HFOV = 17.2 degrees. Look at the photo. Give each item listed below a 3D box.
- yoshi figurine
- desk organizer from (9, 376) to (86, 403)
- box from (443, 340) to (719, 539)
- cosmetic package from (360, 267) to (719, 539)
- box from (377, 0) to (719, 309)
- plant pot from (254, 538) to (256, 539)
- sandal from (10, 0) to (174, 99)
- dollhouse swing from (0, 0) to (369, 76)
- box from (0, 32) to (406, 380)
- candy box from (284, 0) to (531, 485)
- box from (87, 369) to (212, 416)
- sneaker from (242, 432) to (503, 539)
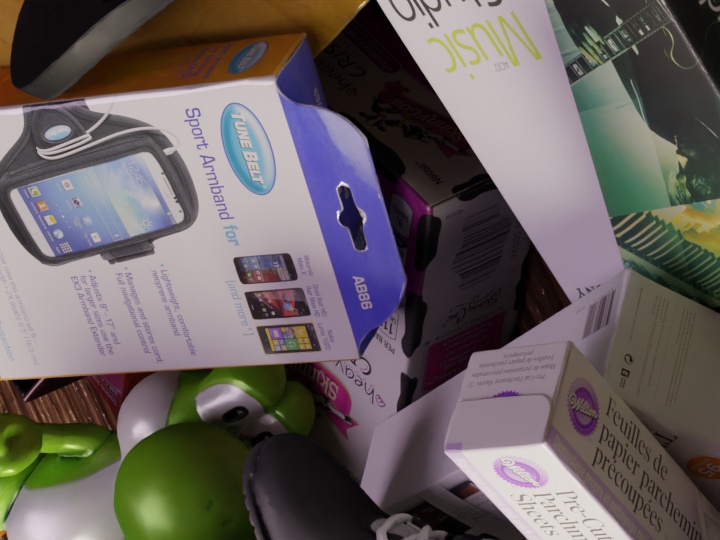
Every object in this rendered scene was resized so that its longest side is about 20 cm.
[{"bbox_3d":[-0.106,0.103,0.992,0.199,0.112,0.113,-33,61,30],"label":"yoshi figurine"},{"bbox_3d":[-0.189,-0.034,1.261,0.200,0.077,0.072,54,150,24],"label":"desk organizer"},{"bbox_3d":[0.098,0.096,0.779,0.041,0.039,0.200,-8,139,36],"label":"box"},{"bbox_3d":[0.075,0.066,0.848,0.200,0.082,0.051,-39,33,59],"label":"cosmetic package"},{"bbox_3d":[0.070,-0.075,0.768,0.201,0.036,0.144,55,155,-13],"label":"box"},{"bbox_3d":[-0.067,0.218,1.127,0.194,0.194,0.201,37,131,43],"label":"plant pot"},{"bbox_3d":[-0.069,-0.128,0.803,0.200,0.045,0.075,-37,39,34],"label":"sandal"},{"bbox_3d":[-0.077,-0.172,0.931,0.181,0.176,0.200,39,123,-12],"label":"dollhouse swing"},{"bbox_3d":[-0.078,-0.021,0.891,0.199,0.042,0.120,-5,120,22],"label":"box"},{"bbox_3d":[0.000,0.000,0.971,0.136,0.061,0.201,45,146,35],"label":"candy box"},{"bbox_3d":[-0.119,-0.043,1.107,0.200,0.099,0.096,48,147,32],"label":"box"},{"bbox_3d":[0.044,0.122,0.835,0.200,0.074,0.089,48,114,6],"label":"sneaker"}]
